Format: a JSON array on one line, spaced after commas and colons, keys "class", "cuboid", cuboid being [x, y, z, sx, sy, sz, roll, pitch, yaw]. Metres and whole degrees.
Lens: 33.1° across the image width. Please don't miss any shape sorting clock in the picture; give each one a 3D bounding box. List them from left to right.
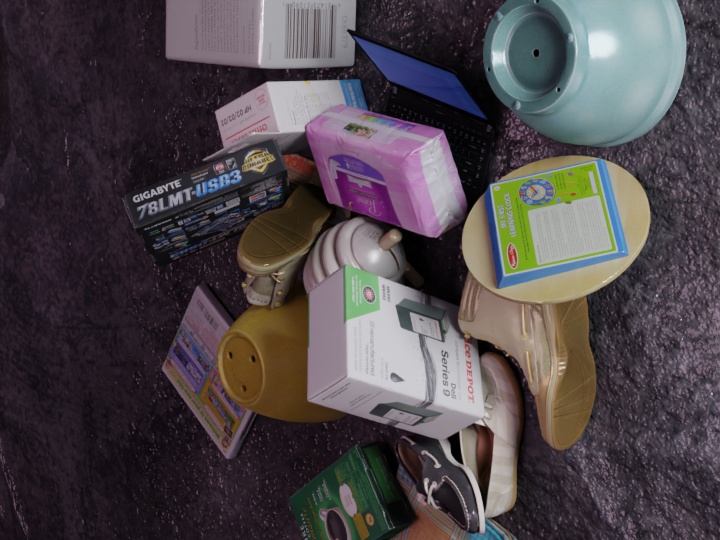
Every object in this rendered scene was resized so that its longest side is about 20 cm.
[{"class": "shape sorting clock", "cuboid": [0.202, -0.043, 1.265, 0.199, 0.200, 0.039, 31, 156, 38]}]

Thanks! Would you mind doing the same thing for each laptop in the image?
[{"class": "laptop", "cuboid": [0.061, -0.164, 1.428, 0.177, 0.103, 0.201, 29, 118, 40]}]

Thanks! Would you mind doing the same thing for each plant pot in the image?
[{"class": "plant pot", "cuboid": [-0.108, 0.119, 1.631, 0.199, 0.141, 0.202, 12, 107, 44]}, {"class": "plant pot", "cuboid": [0.210, -0.222, 1.239, 0.199, 0.134, 0.202, 12, 107, 45]}]

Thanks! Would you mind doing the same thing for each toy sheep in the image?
[{"class": "toy sheep", "cuboid": [0.000, 0.000, 1.508, 0.200, 0.137, 0.139, -41, 68, 46]}]

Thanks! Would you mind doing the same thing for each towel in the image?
[{"class": "towel", "cuboid": [0.104, 0.343, 1.540, 0.200, 0.022, 0.148, 35, 121, 37]}]

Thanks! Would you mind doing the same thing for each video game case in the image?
[{"class": "video game case", "cuboid": [-0.219, 0.154, 1.841, 0.200, 0.022, 0.183, 48, 128, 28]}]

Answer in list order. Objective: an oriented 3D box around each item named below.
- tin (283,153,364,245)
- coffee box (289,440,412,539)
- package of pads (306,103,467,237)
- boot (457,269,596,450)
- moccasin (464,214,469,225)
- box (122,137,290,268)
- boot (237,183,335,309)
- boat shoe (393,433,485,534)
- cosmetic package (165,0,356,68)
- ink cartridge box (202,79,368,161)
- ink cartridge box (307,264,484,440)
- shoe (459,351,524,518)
[{"class": "tin", "cuboid": [-0.071, -0.101, 1.626, 0.199, 0.042, 0.113, 27, 120, 40]}, {"class": "coffee box", "cuboid": [-0.017, 0.323, 1.633, 0.200, 0.044, 0.124, -46, 60, 45]}, {"class": "package of pads", "cuboid": [0.031, -0.119, 1.433, 0.199, 0.075, 0.121, 21, 138, 47]}, {"class": "boot", "cuboid": [0.184, 0.093, 1.373, 0.155, 0.072, 0.202, 12, 114, 49]}, {"class": "moccasin", "cuboid": [0.188, -0.043, 1.343, 0.199, 0.068, 0.081, 5, 102, 46]}, {"class": "box", "cuboid": [-0.186, -0.081, 1.525, 0.199, 0.199, 0.050, 95, 152, -78]}, {"class": "boot", "cuboid": [-0.112, -0.009, 1.530, 0.072, 0.200, 0.155, 33, 126, 6]}, {"class": "boat shoe", "cuboid": [0.094, 0.251, 1.446, 0.200, 0.060, 0.074, -123, 29, -60]}, {"class": "cosmetic package", "cuboid": [-0.129, -0.347, 1.546, 0.199, 0.164, 0.166, 14, 107, 43]}, {"class": "ink cartridge box", "cuboid": [-0.099, -0.189, 1.519, 0.115, 0.199, 0.068, -20, 84, 46]}, {"class": "ink cartridge box", "cuboid": [0.041, 0.097, 1.404, 0.084, 0.199, 0.147, -36, 45, 43]}, {"class": "shoe", "cuboid": [0.153, 0.198, 1.437, 0.070, 0.053, 0.202, 6, 102, 45]}]
